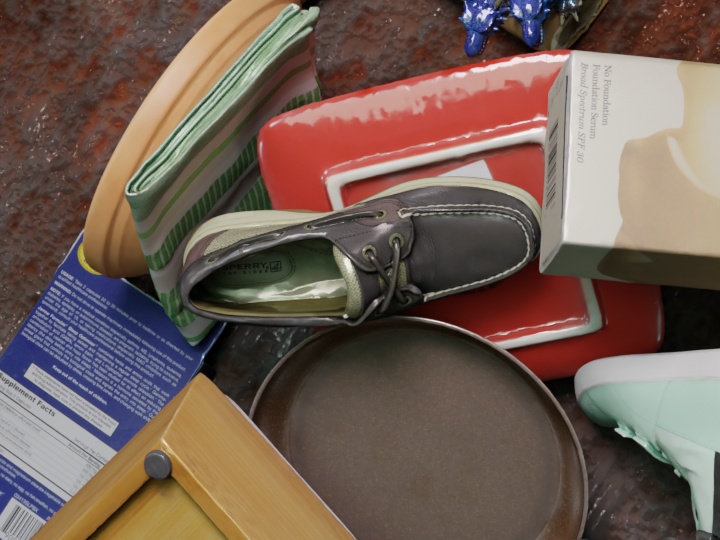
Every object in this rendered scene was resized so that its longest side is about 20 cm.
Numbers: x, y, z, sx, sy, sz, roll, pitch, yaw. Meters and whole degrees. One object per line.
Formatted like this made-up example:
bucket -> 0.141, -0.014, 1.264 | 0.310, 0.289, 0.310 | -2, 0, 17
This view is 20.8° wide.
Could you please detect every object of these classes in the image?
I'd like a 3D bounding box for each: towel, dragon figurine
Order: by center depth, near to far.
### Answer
towel -> -0.067, -0.050, 1.121 | 0.023, 0.200, 0.153 | 35, 71, 16
dragon figurine -> 0.105, -0.205, 1.127 | 0.058, 0.099, 0.201 | 13, 79, 12

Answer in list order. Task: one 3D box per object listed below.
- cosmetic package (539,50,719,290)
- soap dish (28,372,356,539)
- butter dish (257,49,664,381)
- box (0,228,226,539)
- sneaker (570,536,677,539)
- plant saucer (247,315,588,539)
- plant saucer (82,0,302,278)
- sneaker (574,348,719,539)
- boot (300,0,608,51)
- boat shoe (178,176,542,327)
cosmetic package -> 0.195, -0.045, 0.995 | 0.198, 0.071, 0.106 | 4, 77, -4
soap dish -> -0.107, 0.180, 1.108 | 0.157, 0.081, 0.200 | 48, 113, 4
butter dish -> 0.063, -0.043, 1.139 | 0.199, 0.148, 0.200 | -12, 117, 13
box -> -0.175, 0.084, 1.221 | 0.121, 0.032, 0.201 | 32, 87, 19
sneaker -> 0.099, 0.185, 1.076 | 0.198, 0.075, 0.085 | -4, 114, -5
plant saucer -> 0.033, 0.111, 1.113 | 0.199, 0.032, 0.202 | 6, 114, 13
plant saucer -> -0.088, -0.075, 1.152 | 0.037, 0.200, 0.201 | 34, 87, 10
sneaker -> 0.172, 0.105, 1.052 | 0.073, 0.200, 0.119 | 1, 85, -21
boot -> 0.043, -0.188, 1.214 | 0.199, 0.066, 0.176 | 33, 87, 19
boat shoe -> -0.001, -0.001, 1.046 | 0.199, 0.066, 0.072 | -6, 118, 10
